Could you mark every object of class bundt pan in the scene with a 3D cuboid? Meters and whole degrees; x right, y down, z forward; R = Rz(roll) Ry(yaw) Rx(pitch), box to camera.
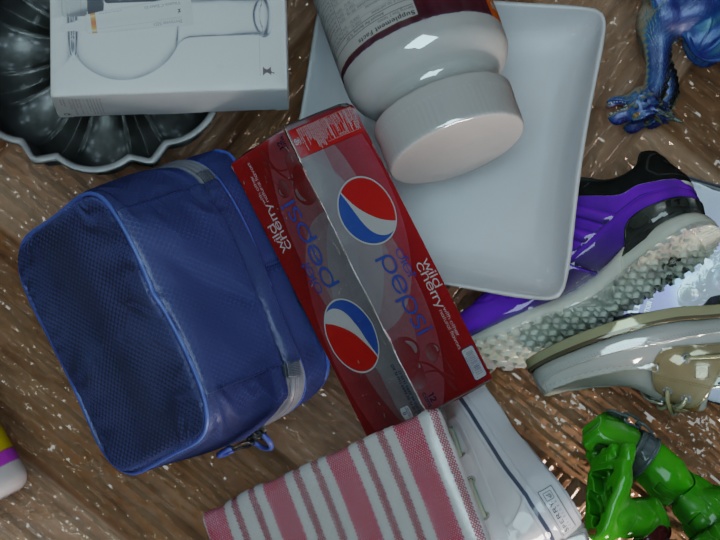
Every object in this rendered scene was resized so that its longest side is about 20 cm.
[{"bbox_3d":[-0.169,-0.152,1.496,0.201,0.076,0.203,0,77,1],"label":"bundt pan"}]

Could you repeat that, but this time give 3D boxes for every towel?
[{"bbox_3d":[-0.001,0.185,1.396,0.200,0.030,0.147,-27,78,31],"label":"towel"}]

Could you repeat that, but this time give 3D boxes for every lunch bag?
[{"bbox_3d":[-0.110,0.030,1.458,0.132,0.136,0.201,-24,89,-41],"label":"lunch bag"}]

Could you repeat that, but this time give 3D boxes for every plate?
[{"bbox_3d":[0.054,-0.084,1.496,0.199,0.032,0.201,6,77,16],"label":"plate"}]

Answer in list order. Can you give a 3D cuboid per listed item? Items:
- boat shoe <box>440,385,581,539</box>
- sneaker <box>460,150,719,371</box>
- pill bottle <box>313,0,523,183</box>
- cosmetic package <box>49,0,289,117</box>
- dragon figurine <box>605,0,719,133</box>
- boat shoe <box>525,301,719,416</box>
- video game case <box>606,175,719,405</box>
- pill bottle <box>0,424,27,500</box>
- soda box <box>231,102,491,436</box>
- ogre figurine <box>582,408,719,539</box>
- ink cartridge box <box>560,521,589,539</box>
[{"bbox_3d":[0.072,0.123,1.434,0.067,0.200,0.074,-32,111,-4],"label":"boat shoe"},{"bbox_3d":[0.136,-0.012,1.506,0.200,0.070,0.100,-30,61,13],"label":"sneaker"},{"bbox_3d":[0.030,-0.164,1.449,0.109,0.110,0.201,-20,71,0],"label":"pill bottle"},{"bbox_3d":[-0.122,-0.202,1.444,0.150,0.052,0.201,-2,78,-2],"label":"cosmetic package"},{"bbox_3d":[0.237,-0.171,1.510,0.200,0.059,0.100,-32,88,0],"label":"dragon figurine"},{"bbox_3d":[0.211,0.060,1.477,0.199,0.075,0.069,-13,82,-1],"label":"boat shoe"},{"bbox_3d":[0.271,0.025,1.523,0.199,0.019,0.143,16,88,2],"label":"video game case"},{"bbox_3d":[-0.309,0.078,1.485,0.104,0.104,0.200,-29,88,0],"label":"pill bottle"},{"bbox_3d":[0.000,0.000,1.425,0.063,0.070,0.201,-25,88,-38],"label":"soda box"},{"bbox_3d":[0.209,0.183,1.451,0.120,0.200,0.098,21,107,-29],"label":"ogre figurine"},{"bbox_3d":[0.132,0.265,1.453,0.084,0.146,0.201,-18,87,0],"label":"ink cartridge box"}]
